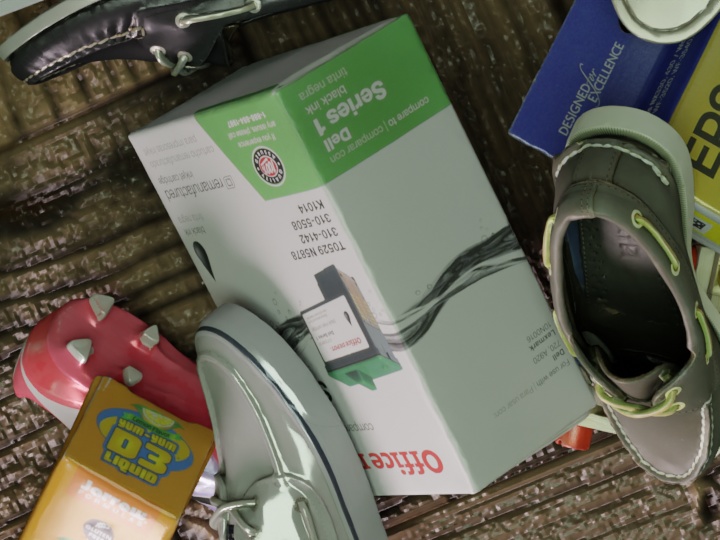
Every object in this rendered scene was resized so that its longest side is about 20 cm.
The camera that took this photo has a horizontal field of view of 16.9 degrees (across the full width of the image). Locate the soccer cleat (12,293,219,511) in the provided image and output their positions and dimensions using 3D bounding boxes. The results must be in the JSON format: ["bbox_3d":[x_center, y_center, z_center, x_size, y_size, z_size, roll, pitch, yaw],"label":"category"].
[{"bbox_3d":[-0.080,0.086,1.188,0.199,0.067,0.076,36,142,-13],"label":"soccer cleat"}]

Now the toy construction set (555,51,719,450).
[{"bbox_3d":[0.144,0.000,1.124,0.130,0.092,0.202,11,109,-10],"label":"toy construction set"}]

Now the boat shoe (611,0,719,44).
[{"bbox_3d":[0.151,-0.190,1.060,0.072,0.063,0.202,10,82,8],"label":"boat shoe"}]

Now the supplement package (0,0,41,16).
[{"bbox_3d":[-0.185,-0.162,1.065,0.199,0.114,0.110,-23,102,-14],"label":"supplement package"}]

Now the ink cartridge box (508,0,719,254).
[{"bbox_3d":[0.195,-0.095,1.069,0.199,0.047,0.199,30,69,-5],"label":"ink cartridge box"}]

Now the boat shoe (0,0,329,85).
[{"bbox_3d":[-0.070,-0.123,1.123,0.199,0.074,0.061,-24,97,1],"label":"boat shoe"}]

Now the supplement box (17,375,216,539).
[{"bbox_3d":[-0.138,0.148,1.165,0.066,0.069,0.201,27,125,-2],"label":"supplement box"}]

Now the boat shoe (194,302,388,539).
[{"bbox_3d":[-0.036,0.114,1.115,0.066,0.072,0.201,-33,113,-28],"label":"boat shoe"}]

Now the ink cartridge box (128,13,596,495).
[{"bbox_3d":[0.000,0.000,1.103,0.084,0.146,0.201,-33,102,-30],"label":"ink cartridge box"}]

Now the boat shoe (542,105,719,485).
[{"bbox_3d":[0.118,0.025,1.038,0.071,0.061,0.203,4,135,24],"label":"boat shoe"}]
